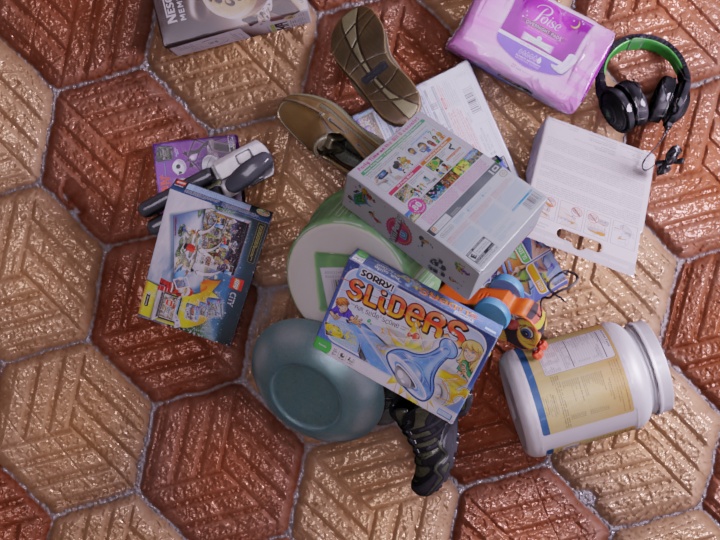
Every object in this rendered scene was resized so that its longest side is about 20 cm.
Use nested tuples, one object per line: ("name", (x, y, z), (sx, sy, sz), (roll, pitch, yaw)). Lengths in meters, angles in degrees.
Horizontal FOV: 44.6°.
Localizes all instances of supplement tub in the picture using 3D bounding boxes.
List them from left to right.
("supplement tub", (0.296, 0.153, 1.165), (0.197, 0.145, 0.147), (-16, 93, 2))

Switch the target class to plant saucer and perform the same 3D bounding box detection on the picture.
("plant saucer", (-0.066, 0.160, 1.176), (0.198, 0.039, 0.203), (11, 122, 18))

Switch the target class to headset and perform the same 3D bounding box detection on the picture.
("headset", (0.382, -0.224, 1.156), (0.122, 0.094, 0.203), (-5, 75, -1))

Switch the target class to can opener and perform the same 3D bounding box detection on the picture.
("can opener", (-0.207, -0.111, 1.174), (0.198, 0.067, 0.054), (-27, 93, 3))

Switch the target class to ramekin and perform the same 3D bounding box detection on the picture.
("ramekin", (0.000, 0.000, 1.145), (0.198, 0.098, 0.202), (10, 117, 19))

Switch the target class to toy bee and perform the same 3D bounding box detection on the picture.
("toy bee", (0.188, 0.069, 1.116), (0.130, 0.199, 0.110), (-37, 116, -23))

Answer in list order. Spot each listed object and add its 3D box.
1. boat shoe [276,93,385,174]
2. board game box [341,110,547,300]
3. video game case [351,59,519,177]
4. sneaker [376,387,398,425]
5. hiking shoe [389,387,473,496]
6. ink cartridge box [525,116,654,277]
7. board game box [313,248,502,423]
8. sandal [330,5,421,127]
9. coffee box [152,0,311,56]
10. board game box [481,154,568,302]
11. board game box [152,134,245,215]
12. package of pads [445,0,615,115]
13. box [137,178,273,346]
("boat shoe", (-0.041, -0.175, 1.160), (0.199, 0.076, 0.072), (30, 122, 22))
("board game box", (0.100, -0.083, 1.058), (0.199, 0.065, 0.147), (38, 60, 16))
("video game case", (0.105, -0.154, 1.201), (0.180, 0.045, 0.202), (-25, 93, 2))
("sneaker", (0.078, 0.120, 1.191), (0.198, 0.076, 0.115), (-27, 118, 7))
("hiking shoe", (0.082, 0.203, 1.162), (0.099, 0.076, 0.202), (13, 109, -2))
("ink cartridge box", (0.293, -0.092, 1.153), (0.159, 0.050, 0.202), (20, 63, -1))
("board game box", (0.054, 0.080, 1.067), (0.198, 0.034, 0.137), (27, 117, 9))
("sandal", (0.022, -0.267, 1.179), (0.080, 0.054, 0.201), (-32, 68, 5))
("coffee box", (-0.175, -0.372, 1.179), (0.197, 0.080, 0.115), (-14, 94, 2))
("board game box", (0.175, -0.033, 1.179), (0.134, 0.035, 0.201), (-30, 110, 6))
("board game box", (-0.219, -0.082, 1.224), (0.118, 0.032, 0.203), (-6, 93, 6))
("package of pads", (0.225, -0.306, 1.173), (0.198, 0.076, 0.122), (28, 98, 1))
("box", (-0.210, -0.007, 1.178), (0.135, 0.038, 0.202), (19, 117, -6))
